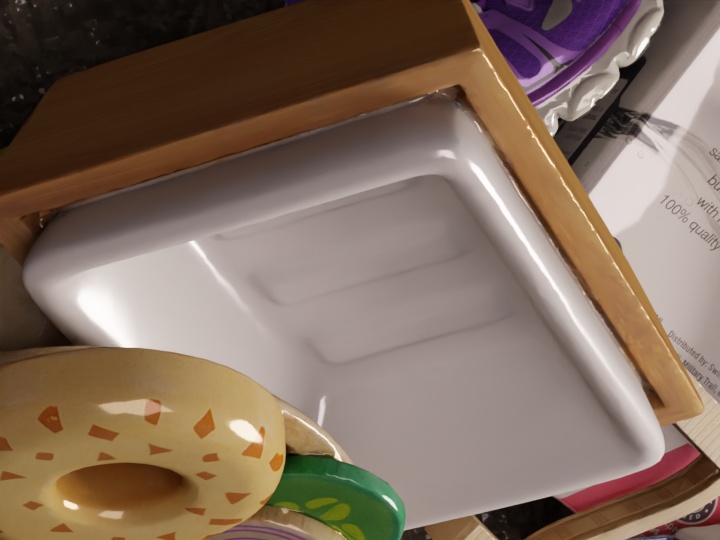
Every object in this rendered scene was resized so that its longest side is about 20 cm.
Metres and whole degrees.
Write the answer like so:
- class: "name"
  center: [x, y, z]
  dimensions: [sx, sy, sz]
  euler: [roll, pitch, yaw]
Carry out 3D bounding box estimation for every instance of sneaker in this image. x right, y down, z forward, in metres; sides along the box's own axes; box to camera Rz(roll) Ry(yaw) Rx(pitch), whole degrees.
- class: "sneaker"
  center: [0.018, -0.070, 0.837]
  dimensions: [0.199, 0.081, 0.084]
  euler: [-32, 107, -4]

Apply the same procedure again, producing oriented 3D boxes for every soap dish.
- class: "soap dish"
  center: [0.000, 0.000, 0.747]
  dimensions: [0.156, 0.082, 0.200]
  euler: [-16, 142, 18]

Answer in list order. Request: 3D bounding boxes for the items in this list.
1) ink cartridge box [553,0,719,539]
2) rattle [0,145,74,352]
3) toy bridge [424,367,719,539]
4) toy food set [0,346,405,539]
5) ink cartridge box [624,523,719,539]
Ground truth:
- class: "ink cartridge box"
  center: [0.120, -0.007, 0.887]
  dimensions: [0.144, 0.084, 0.200]
  euler: [37, 92, -24]
- class: "rattle"
  center: [-0.140, 0.035, 0.822]
  dimensions: [0.142, 0.131, 0.201]
  euler: [4, 131, -9]
- class: "toy bridge"
  center: [0.109, 0.044, 0.838]
  dimensions: [0.200, 0.027, 0.067]
  euler: [-47, 115, 0]
- class: "toy food set"
  center: [-0.086, 0.093, 0.745]
  dimensions: [0.199, 0.049, 0.198]
  euler: [-26, 138, 18]
- class: "ink cartridge box"
  center: [0.168, 0.181, 0.894]
  dimensions: [0.198, 0.041, 0.201]
  euler: [-8, 110, -15]
